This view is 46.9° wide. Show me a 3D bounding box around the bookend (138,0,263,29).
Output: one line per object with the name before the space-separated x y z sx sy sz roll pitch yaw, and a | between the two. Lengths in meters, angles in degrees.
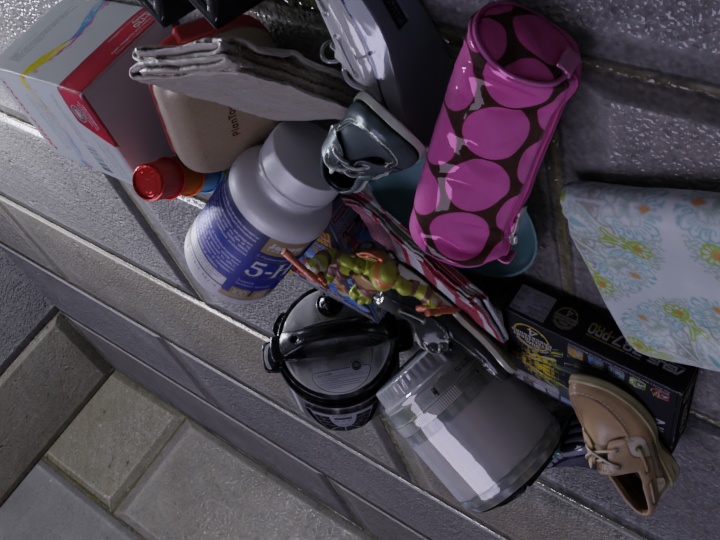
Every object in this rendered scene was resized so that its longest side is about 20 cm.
bookend | -0.141 -0.260 0.662 0.199 0.092 0.200 48 160 12

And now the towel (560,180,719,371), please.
towel | 0.268 0.011 0.680 0.170 0.048 0.201 10 145 47

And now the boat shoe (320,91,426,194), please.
boat shoe | 0.002 -0.095 0.688 0.073 0.062 0.200 42 177 -7

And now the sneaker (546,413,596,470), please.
sneaker | 0.275 0.238 1.080 0.087 0.075 0.200 29 161 -7

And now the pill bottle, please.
pill bottle | -0.099 -0.063 0.889 0.119 0.120 0.200 39 133 -5

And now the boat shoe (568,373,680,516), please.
boat shoe | 0.269 0.183 0.858 0.200 0.065 0.071 48 157 -27

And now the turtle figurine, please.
turtle figurine | 0.000 0.000 0.882 0.197 0.065 0.161 16 175 -17

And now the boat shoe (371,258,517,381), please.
boat shoe | 0.095 0.067 0.954 0.199 0.068 0.072 39 -173 29

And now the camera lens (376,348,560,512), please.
camera lens | 0.136 0.182 1.031 0.200 0.160 0.160 48 158 3

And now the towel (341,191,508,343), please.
towel | 0.070 -0.004 0.884 0.200 0.023 0.144 42 178 28

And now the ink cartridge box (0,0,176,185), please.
ink cartridge box | -0.298 -0.214 0.972 0.198 0.145 0.146 21 152 35

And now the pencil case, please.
pencil case | 0.101 -0.094 0.629 0.093 0.091 0.201 34 142 19

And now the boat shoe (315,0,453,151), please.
boat shoe | 0.005 -0.184 0.668 0.086 0.075 0.203 9 141 49

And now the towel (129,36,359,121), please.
towel | -0.087 -0.163 0.721 0.131 0.035 0.199 7 -179 35

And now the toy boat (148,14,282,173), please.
toy boat | -0.155 -0.198 0.860 0.201 0.129 0.132 90 155 -62

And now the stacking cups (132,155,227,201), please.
stacking cups | -0.190 -0.109 0.958 0.060 0.200 0.061 6 107 19

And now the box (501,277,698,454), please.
box | 0.250 0.103 0.882 0.198 0.049 0.162 27 159 28

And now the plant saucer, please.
plant saucer | 0.090 -0.074 0.801 0.199 0.036 0.201 32 158 15

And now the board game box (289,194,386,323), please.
board game box | -0.052 -0.048 1.031 0.198 0.062 0.201 28 155 23

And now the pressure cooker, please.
pressure cooker | -0.032 0.115 1.150 0.178 0.176 0.201 35 162 16
